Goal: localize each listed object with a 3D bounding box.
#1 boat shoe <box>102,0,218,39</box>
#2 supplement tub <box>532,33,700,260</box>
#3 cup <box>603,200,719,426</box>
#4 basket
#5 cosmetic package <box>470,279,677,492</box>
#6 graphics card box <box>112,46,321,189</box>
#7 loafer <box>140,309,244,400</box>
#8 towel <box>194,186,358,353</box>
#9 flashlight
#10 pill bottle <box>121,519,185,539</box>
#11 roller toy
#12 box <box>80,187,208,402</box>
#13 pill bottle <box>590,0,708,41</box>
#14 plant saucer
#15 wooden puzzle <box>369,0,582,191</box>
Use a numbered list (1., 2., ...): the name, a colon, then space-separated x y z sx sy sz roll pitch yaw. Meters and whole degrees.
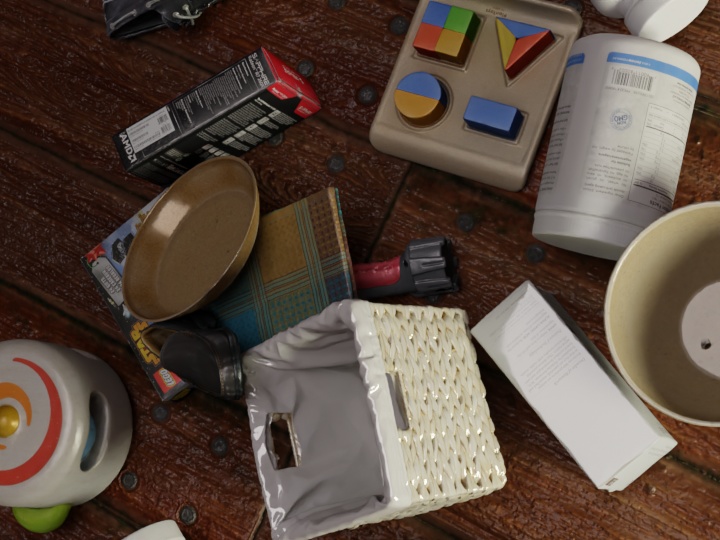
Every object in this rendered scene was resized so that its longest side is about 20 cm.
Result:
1. boat shoe: -0.209 -0.308 1.618 0.199 0.072 0.068 -9 76 22
2. supplement tub: 0.249 -0.118 1.380 0.131 0.132 0.201 12 86 22
3. cup: 0.337 0.048 1.312 0.199 0.143 0.201 -4 79 20
4. basket: 0.011 0.144 1.374 0.200 0.160 0.199 -28 69 48
5. cosmetic package: 0.207 0.113 1.370 0.081 0.113 0.200 -43 71 9
6. graphics card box: -0.155 -0.161 1.544 0.200 0.125 0.051 -30 74 14
7. loafer: -0.168 0.090 1.435 0.072 0.200 0.073 -6 101 -21
8. towel: -0.087 0.011 1.471 0.200 0.022 0.147 -22 73 36
9. flashlight: 0.000 0.000 1.491 0.199 0.068 0.068 -10 76 20
10. pill bottle: -0.188 0.368 1.477 0.112 0.112 0.200 -35 71 12
11. roller toy: -0.359 0.167 1.560 0.182 0.140 0.200 -41 69 10
12. box: -0.209 0.027 1.580 0.137 0.040 0.200 -37 71 10
13. pill bottle: 0.259 -0.329 1.421 0.112 0.112 0.200 -36 71 12
14. plant saucer: -0.172 -0.027 1.500 0.200 0.035 0.201 -27 45 31
15. wooden puzzle: 0.116 -0.203 1.490 0.185 0.046 0.201 19 88 22
